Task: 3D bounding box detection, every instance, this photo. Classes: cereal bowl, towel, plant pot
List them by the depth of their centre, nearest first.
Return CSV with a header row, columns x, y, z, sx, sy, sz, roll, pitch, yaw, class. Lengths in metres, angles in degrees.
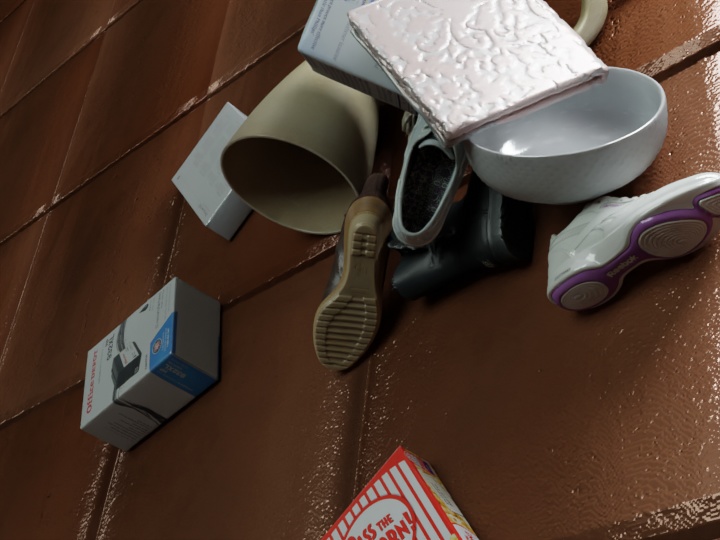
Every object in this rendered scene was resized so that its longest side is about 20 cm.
x,y,z,sx,sy,sz,roll,pitch,yaw,class
0.201,-0.121,1.228,0.200,0.083,0.200,-11,29,6,cereal bowl
0.114,-0.221,1.251,0.191,0.032,0.200,-25,58,-17,towel
-0.053,-0.181,1.592,0.187,0.187,0.200,-15,43,47,plant pot

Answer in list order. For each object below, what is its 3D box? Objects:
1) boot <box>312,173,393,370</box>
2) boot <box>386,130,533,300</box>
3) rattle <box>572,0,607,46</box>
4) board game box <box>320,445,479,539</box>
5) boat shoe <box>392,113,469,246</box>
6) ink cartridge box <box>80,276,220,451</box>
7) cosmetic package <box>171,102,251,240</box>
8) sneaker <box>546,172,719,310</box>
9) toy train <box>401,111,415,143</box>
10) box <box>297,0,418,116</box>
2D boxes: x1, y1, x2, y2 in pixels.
x,y,z,sx,sy,sz,roll,pitch,yaw,class
0.000,0.000,1.456,0.166,0.072,0.200,-75,-1,-68,boot
0.106,-0.075,1.360,0.168,0.076,0.200,-18,54,40,boot
0.237,-0.312,1.415,0.200,0.130,0.143,-41,-11,2,rattle
0.040,0.281,1.166,0.152,0.046,0.200,-51,32,9,board game box
0.082,-0.121,1.280,0.072,0.070,0.201,48,-121,-86,boat shoe
-0.285,0.128,1.706,0.200,0.084,0.145,-38,37,28,ink cartridge box
-0.195,-0.150,1.862,0.151,0.052,0.200,-51,32,5,cosmetic package
0.245,-0.045,1.147,0.200,0.075,0.100,-33,40,33,sneaker
0.037,-0.259,1.575,0.085,0.116,0.200,-29,41,47,toy train
0.046,-0.243,1.405,0.184,0.200,0.105,-51,-15,-86,box
